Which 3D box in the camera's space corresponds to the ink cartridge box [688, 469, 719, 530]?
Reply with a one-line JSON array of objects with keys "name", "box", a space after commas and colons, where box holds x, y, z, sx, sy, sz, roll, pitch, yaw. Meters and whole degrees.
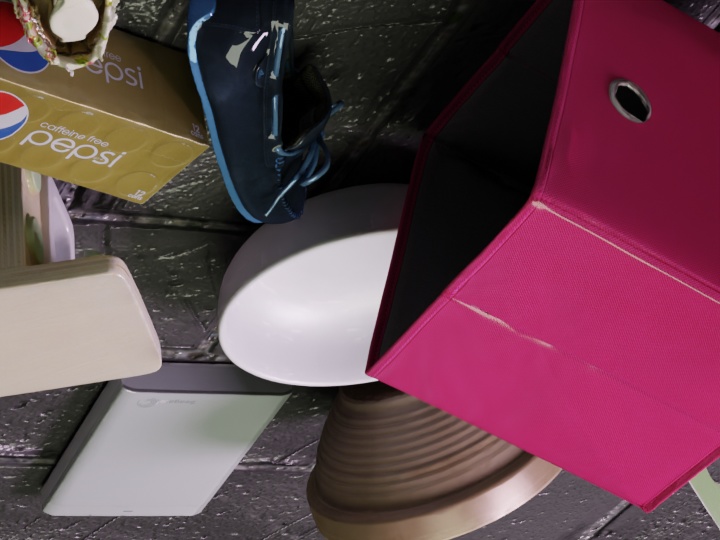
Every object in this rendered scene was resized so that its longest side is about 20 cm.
[{"name": "ink cartridge box", "box": [0.180, 0.071, 1.507, 0.048, 0.201, 0.146, -28, -173, 24]}]

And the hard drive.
[{"name": "hard drive", "box": [-0.147, 0.128, 1.705, 0.131, 0.026, 0.200, 3, 148, -25]}]

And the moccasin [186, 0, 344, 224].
[{"name": "moccasin", "box": [-0.048, -0.086, 1.303, 0.067, 0.081, 0.200, -4, 153, 8]}]

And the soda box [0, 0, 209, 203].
[{"name": "soda box", "box": [-0.180, -0.101, 1.247, 0.199, 0.064, 0.068, 16, 141, -41]}]

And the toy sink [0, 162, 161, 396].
[{"name": "toy sink", "box": [-0.226, -0.003, 1.353, 0.198, 0.113, 0.131, -9, 151, 4]}]

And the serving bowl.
[{"name": "serving bowl", "box": [0.000, 0.000, 1.493, 0.198, 0.066, 0.201, -10, 151, -6]}]

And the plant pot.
[{"name": "plant pot", "box": [0.046, 0.106, 1.630, 0.199, 0.201, 0.093, -18, 109, 10]}]

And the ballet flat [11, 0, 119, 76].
[{"name": "ballet flat", "box": [-0.146, -0.170, 1.138, 0.075, 0.064, 0.201, -11, 151, -5]}]

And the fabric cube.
[{"name": "fabric cube", "box": [0.147, -0.018, 1.319, 0.198, 0.197, 0.200, 27, 139, -13]}]
